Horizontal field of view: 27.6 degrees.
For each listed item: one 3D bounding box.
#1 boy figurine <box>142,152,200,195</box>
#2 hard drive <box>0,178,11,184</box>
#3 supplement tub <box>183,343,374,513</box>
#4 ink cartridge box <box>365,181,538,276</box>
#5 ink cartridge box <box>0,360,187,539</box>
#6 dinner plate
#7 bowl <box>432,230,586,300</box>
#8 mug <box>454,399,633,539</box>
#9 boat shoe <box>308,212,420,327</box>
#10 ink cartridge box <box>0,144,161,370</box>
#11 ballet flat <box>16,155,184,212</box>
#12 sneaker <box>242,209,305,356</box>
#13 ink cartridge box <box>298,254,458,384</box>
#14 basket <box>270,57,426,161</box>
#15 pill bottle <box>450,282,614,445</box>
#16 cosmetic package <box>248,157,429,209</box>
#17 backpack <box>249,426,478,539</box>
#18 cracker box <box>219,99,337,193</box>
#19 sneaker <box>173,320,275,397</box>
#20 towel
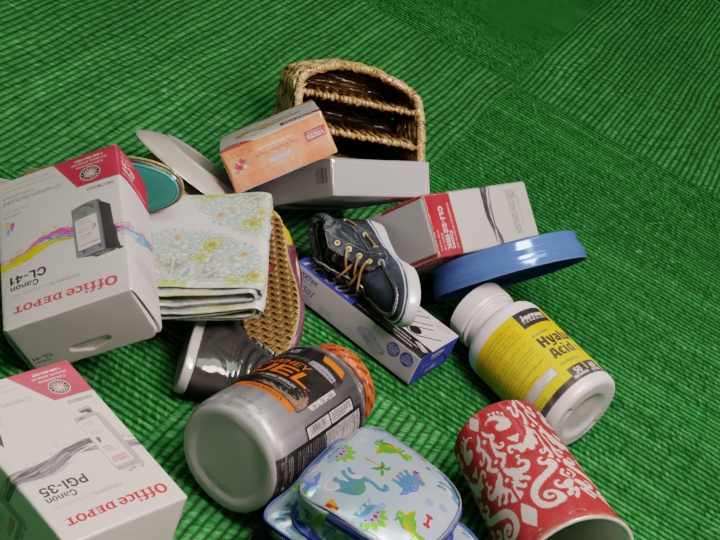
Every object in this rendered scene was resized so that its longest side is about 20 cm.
[{"bbox_3d":[-0.223,-0.078,1.771,0.200,0.064,0.124,44,2,32],"label":"boy figurine"},{"bbox_3d":[-0.333,-0.036,1.674,0.199,0.038,0.140,13,33,-17],"label":"hard drive"},{"bbox_3d":[-0.076,0.153,1.487,0.122,0.123,0.200,35,33,17],"label":"supplement tub"},{"bbox_3d":[0.109,-0.048,1.876,0.199,0.144,0.084,-11,83,-43],"label":"ink cartridge box"},{"bbox_3d":[-0.276,0.189,1.334,0.200,0.083,0.146,42,35,26],"label":"ink cartridge box"},{"bbox_3d":[-0.193,-0.120,1.819,0.200,0.024,0.200,38,6,-4],"label":"dinner plate"},{"bbox_3d":[0.185,-0.007,1.844,0.200,0.200,0.040,-9,81,-42],"label":"bowl"},{"bbox_3d":[0.188,0.256,1.550,0.133,0.178,0.200,-24,40,-5],"label":"mug"},{"bbox_3d":[0.000,0.000,1.736,0.090,0.071,0.200,10,26,-25],"label":"boat shoe"},{"bbox_3d":[-0.294,-0.015,1.521,0.147,0.086,0.201,-18,51,6],"label":"ink cartridge box"},{"bbox_3d":[-0.295,-0.097,1.644,0.198,0.071,0.071,-6,34,3],"label":"ballet flat"},{"bbox_3d":[-0.094,0.029,1.707,0.074,0.090,0.201,-12,59,12],"label":"sneaker"},{"bbox_3d":[0.013,0.050,1.775,0.200,0.044,0.094,37,32,19],"label":"ink cartridge box"},{"bbox_3d":[-0.008,-0.213,2.020,0.199,0.144,0.149,10,11,-22],"label":"basket"},{"bbox_3d":[0.200,0.108,1.754,0.111,0.112,0.200,-11,46,-44],"label":"pill bottle"},{"bbox_3d":[-0.030,-0.108,1.865,0.150,0.052,0.199,-3,-1,-35],"label":"cosmetic package"},{"bbox_3d":[0.015,0.260,1.369,0.200,0.147,0.183,36,35,13],"label":"backpack"},{"bbox_3d":[-0.106,-0.158,1.827,0.133,0.058,0.200,-23,13,-1],"label":"cracker box"},{"bbox_3d":[-0.140,0.077,1.613,0.099,0.071,0.201,21,37,-10],"label":"sneaker"},{"bbox_3d":[-0.185,-0.017,1.619,0.170,0.048,0.201,-1,38,0],"label":"towel"}]
